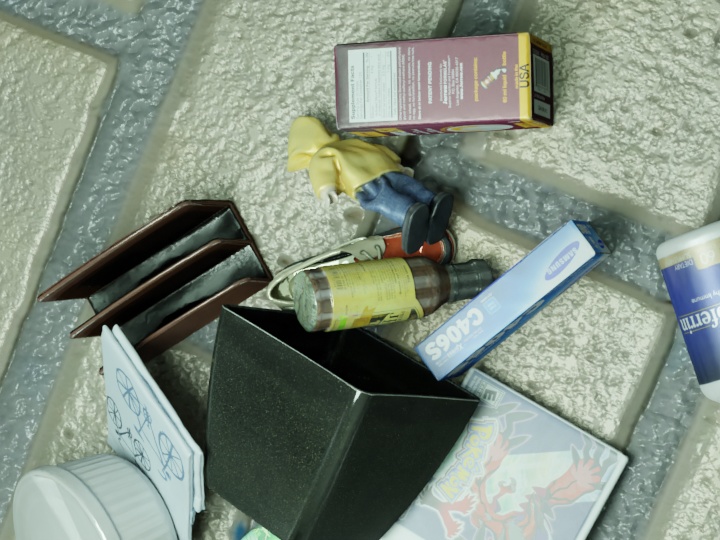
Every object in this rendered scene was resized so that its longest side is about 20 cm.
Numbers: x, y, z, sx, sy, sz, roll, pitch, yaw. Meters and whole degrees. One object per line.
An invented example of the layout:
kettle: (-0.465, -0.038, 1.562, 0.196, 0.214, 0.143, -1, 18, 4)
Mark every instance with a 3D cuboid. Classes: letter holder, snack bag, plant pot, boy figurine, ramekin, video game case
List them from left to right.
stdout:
ramekin: (-0.270, 0.284, 1.737, 0.201, 0.094, 0.205, 26, 126, 41)
letter holder: (-0.215, 0.018, 1.731, 0.199, 0.142, 0.101, -32, 81, 15)
snack bag: (-0.211, 0.180, 1.705, 0.021, 0.201, 0.189, -24, 54, -25)
plant pot: (-0.038, 0.160, 1.620, 0.198, 0.199, 0.179, 28, 100, 36)
boy figurine: (-0.006, -0.092, 1.682, 0.199, 0.124, 0.065, 31, 126, 28)
video game case: (0.140, 0.228, 1.657, 0.181, 0.023, 0.201, 29, 89, 12)

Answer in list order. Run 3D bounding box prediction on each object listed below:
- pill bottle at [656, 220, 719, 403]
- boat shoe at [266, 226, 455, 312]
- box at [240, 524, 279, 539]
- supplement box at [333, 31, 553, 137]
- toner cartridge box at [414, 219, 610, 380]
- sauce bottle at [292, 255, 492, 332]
pill bottle: (0.359, 0.054, 1.559, 0.115, 0.116, 0.202, -20, 84, 17)
boat shoe: (0.000, 0.000, 1.703, 0.198, 0.062, 0.072, -15, 83, 16)
box: (-0.024, 0.287, 1.725, 0.200, 0.036, 0.145, -42, 78, 12)
supplement box: (0.083, -0.182, 1.651, 0.197, 0.110, 0.087, -2, 90, 18)
toner cartridge box: (0.150, 0.030, 1.638, 0.200, 0.095, 0.043, -40, 80, 15)
sauce bottle: (0.035, 0.019, 1.639, 0.198, 0.065, 0.066, -7, 87, -20)
